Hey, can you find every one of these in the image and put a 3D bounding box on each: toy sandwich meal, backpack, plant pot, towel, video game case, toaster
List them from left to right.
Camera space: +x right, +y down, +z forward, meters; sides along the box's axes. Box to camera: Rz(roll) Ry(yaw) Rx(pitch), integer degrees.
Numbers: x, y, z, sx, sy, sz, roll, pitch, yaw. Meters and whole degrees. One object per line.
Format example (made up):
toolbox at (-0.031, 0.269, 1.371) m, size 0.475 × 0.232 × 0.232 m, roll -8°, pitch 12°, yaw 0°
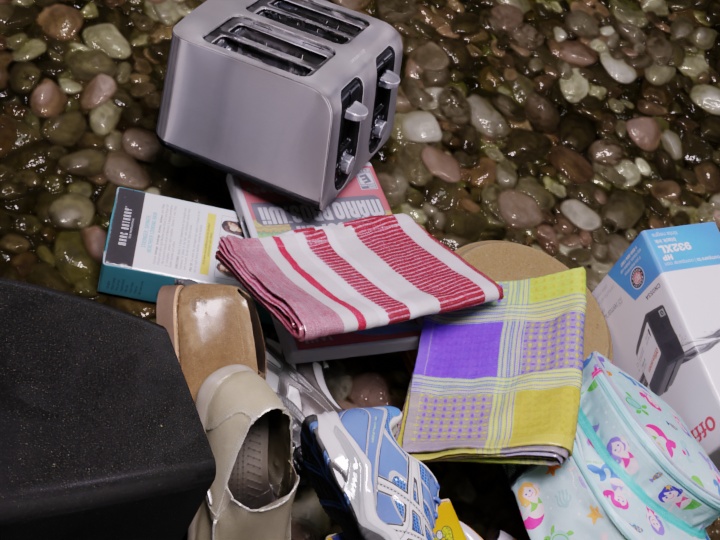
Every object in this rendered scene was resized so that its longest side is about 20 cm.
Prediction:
plant pot at (-0.218, 0.132, 0.852) m, size 0.176 × 0.200 × 0.201 m, roll -1°, pitch 47°, yaw -34°
toaster at (-0.074, -0.163, 1.084) m, size 0.199 × 0.119 × 0.181 m, roll 22°, pitch 34°, yaw 13°
video game case at (-0.025, -0.013, 1.055) m, size 0.142 × 0.017 × 0.201 m, roll -5°, pitch 55°, yaw -25°
towel at (0.000, 0.000, 0.984) m, size 0.199 × 0.023 × 0.144 m, roll -10°, pitch 34°, yaw -34°
towel at (0.106, 0.074, 0.960) m, size 0.142 × 0.023 × 0.201 m, roll -4°, pitch 43°, yaw 22°
toy sandwich meal at (0.133, 0.063, 1.100) m, size 0.203 × 0.070 × 0.207 m, roll 12°, pitch 52°, yaw -16°
backpack at (0.199, 0.177, 0.952) m, size 0.177 × 0.150 × 0.201 m, roll 35°, pitch 26°, yaw -30°

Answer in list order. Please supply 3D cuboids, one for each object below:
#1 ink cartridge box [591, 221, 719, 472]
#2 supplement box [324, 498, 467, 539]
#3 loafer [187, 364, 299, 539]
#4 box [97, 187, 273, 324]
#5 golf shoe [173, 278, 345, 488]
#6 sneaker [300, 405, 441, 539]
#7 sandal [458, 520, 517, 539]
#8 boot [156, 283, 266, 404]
ink cartridge box at (0.291, 0.081, 1.090) m, size 0.083 × 0.145 × 0.201 m, roll -6°, pitch 61°, yaw -22°
supplement box at (0.043, 0.291, 0.895) m, size 0.109 × 0.109 × 0.201 m, roll -12°, pitch 63°, yaw -25°
loafer at (-0.083, 0.173, 0.894) m, size 0.075 × 0.068 × 0.202 m, roll -13°, pitch 107°, yaw -33°
box at (-0.123, -0.008, 1.063) m, size 0.198 × 0.049 × 0.083 m, roll 12°, pitch 55°, yaw -12°
golf shoe at (-0.084, 0.083, 1.013) m, size 0.094 × 0.078 × 0.201 m, roll -30°, pitch 80°, yaw -41°
sneaker at (0.028, 0.179, 0.848) m, size 0.076 × 0.076 × 0.201 m, roll -16°, pitch 65°, yaw -22°
sandal at (0.140, 0.267, 0.969) m, size 0.207 × 0.079 × 0.059 m, roll 46°, pitch 54°, yaw 2°
boot at (-0.109, 0.110, 0.934) m, size 0.075 × 0.074 × 0.202 m, roll -5°, pitch 93°, yaw 4°
